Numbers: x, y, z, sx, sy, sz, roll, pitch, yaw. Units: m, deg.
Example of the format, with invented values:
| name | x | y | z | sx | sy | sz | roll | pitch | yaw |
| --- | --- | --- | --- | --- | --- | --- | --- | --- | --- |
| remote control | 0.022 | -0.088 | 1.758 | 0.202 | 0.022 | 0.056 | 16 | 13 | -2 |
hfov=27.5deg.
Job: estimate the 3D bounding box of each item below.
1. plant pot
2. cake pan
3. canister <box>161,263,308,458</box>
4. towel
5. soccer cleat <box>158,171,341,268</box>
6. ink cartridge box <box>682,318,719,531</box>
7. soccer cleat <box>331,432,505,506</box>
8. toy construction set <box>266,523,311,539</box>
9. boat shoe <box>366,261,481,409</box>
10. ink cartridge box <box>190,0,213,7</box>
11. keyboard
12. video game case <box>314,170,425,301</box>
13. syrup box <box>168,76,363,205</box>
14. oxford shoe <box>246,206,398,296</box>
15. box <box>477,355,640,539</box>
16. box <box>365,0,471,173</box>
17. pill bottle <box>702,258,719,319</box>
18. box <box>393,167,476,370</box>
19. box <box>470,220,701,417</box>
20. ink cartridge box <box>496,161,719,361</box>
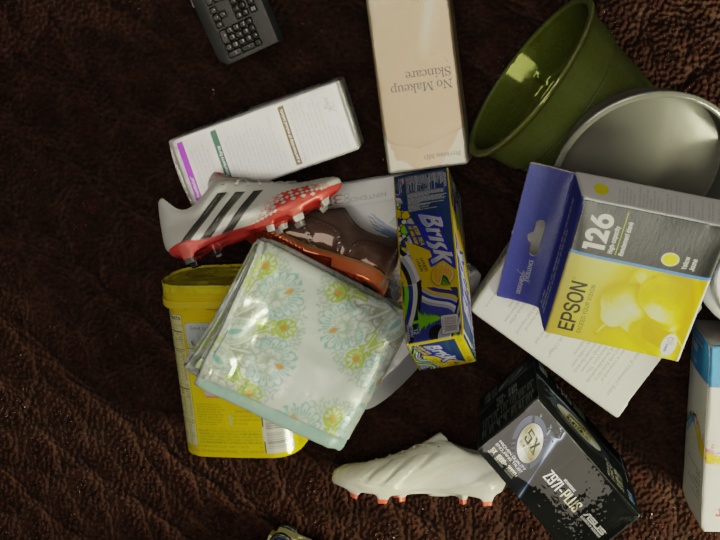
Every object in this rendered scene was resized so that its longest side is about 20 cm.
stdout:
| name | x | y | z | sx | sy | sz | roll | pitch | yaw |
| --- | --- | --- | --- | --- | --- | --- | --- | --- | --- |
| plant pot | 0.247 | -0.148 | 1.544 | 0.189 | 0.200 | 0.201 | 36 | 100 | -13 |
| cake pan | 0.281 | -0.096 | 1.467 | 0.198 | 0.037 | 0.202 | -4 | 124 | -5 |
| canister | -0.136 | 0.101 | 1.633 | 0.147 | 0.087 | 0.202 | -1 | 106 | 18 |
| towel | -0.064 | 0.078 | 1.551 | 0.199 | 0.048 | 0.172 | 27 | 101 | -17 |
| soccer cleat | -0.118 | -0.073 | 1.555 | 0.198 | 0.069 | 0.086 | -22 | 84 | -2 |
| ink cartridge box | 0.431 | 0.167 | 1.587 | 0.145 | 0.145 | 0.203 | 2 | 99 | 4 |
| soccer cleat | 0.067 | 0.221 | 1.665 | 0.197 | 0.069 | 0.079 | 2 | 94 | -3 |
| toy construction set | -0.073 | 0.372 | 1.689 | 0.198 | 0.092 | 0.132 | 19 | 100 | -10 |
| boat shoe | 0.047 | 0.060 | 1.622 | 0.070 | 0.071 | 0.201 | 41 | 103 | 23 |
| ink cartridge box | -0.117 | -0.400 | 1.592 | 0.198 | 0.044 | 0.175 | -19 | 98 | 7 |
| keyboard | -0.145 | -0.328 | 1.565 | 0.103 | 0.040 | 0.202 | -23 | 98 | 8 |
| video game case | 0.000 | 0.000 | 1.655 | 0.180 | 0.022 | 0.202 | -9 | 98 | 6 |
| syrup box | -0.102 | -0.141 | 1.611 | 0.198 | 0.079 | 0.082 | -18 | 98 | 7 |
| oxford shoe | -0.052 | -0.038 | 1.620 | 0.198 | 0.071 | 0.073 | 25 | 69 | 6 |
| box | 0.208 | 0.197 | 1.580 | 0.086 | 0.200 | 0.164 | -41 | 93 | 10 |
| box | 0.063 | -0.211 | 1.587 | 0.094 | 0.078 | 0.203 | -8 | 97 | 7 |
| pill bottle | 0.401 | -0.003 | 1.535 | 0.113 | 0.200 | 0.116 | 1 | 99 | 4 |
| box | 0.078 | -0.002 | 1.548 | 0.064 | 0.070 | 0.202 | -9 | 61 | 13 |
| box | 0.240 | 0.032 | 1.599 | 0.199 | 0.106 | 0.153 | 36 | 99 | -2 |
| ink cartridge box | 0.246 | -0.005 | 1.464 | 0.198 | 0.047 | 0.199 | 10 | 137 | 2 |
